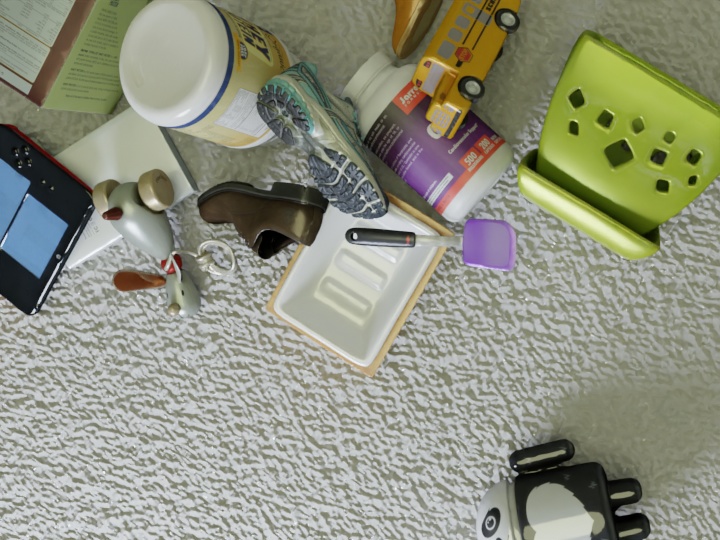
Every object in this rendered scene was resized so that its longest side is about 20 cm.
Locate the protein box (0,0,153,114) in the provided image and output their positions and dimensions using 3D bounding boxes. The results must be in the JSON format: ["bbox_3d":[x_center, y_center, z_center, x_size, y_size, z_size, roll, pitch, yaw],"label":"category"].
[{"bbox_3d":[-0.338,-0.308,1.311,0.134,0.198,0.201,32,101,6],"label":"protein box"}]

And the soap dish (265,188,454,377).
[{"bbox_3d":[0.000,0.000,1.337,0.156,0.081,0.201,31,101,7],"label":"soap dish"}]

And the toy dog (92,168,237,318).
[{"bbox_3d":[-0.257,-0.027,1.353,0.132,0.096,0.200,-36,99,31],"label":"toy dog"}]

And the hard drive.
[{"bbox_3d":[-0.320,-0.109,1.417,0.199,0.026,0.133,-30,90,12],"label":"hard drive"}]

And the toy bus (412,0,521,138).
[{"bbox_3d":[0.119,-0.247,1.242,0.078,0.065,0.201,29,63,-1],"label":"toy bus"}]

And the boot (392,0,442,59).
[{"bbox_3d":[0.034,-0.364,1.306,0.143,0.071,0.203,25,97,14],"label":"boot"}]

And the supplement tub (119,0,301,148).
[{"bbox_3d":[-0.161,-0.220,1.271,0.143,0.199,0.146,-3,84,29],"label":"supplement tub"}]

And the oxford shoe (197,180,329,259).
[{"bbox_3d":[-0.129,-0.059,1.326,0.199,0.072,0.085,5,79,43],"label":"oxford shoe"}]

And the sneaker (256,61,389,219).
[{"bbox_3d":[-0.023,-0.148,1.247,0.077,0.086,0.201,-16,118,49],"label":"sneaker"}]

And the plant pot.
[{"bbox_3d":[0.284,-0.132,1.215,0.199,0.199,0.183,31,107,6],"label":"plant pot"}]

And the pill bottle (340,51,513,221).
[{"bbox_3d":[0.073,-0.158,1.290,0.200,0.112,0.113,42,102,4],"label":"pill bottle"}]

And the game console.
[{"bbox_3d":[-0.441,-0.067,1.423,0.176,0.031,0.201,39,112,10],"label":"game console"}]

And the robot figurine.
[{"bbox_3d":[0.233,0.293,1.298,0.198,0.151,0.125,-13,133,12],"label":"robot figurine"}]

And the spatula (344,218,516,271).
[{"bbox_3d":[0.078,-0.035,1.268,0.198,0.021,0.057,4,97,10],"label":"spatula"}]
